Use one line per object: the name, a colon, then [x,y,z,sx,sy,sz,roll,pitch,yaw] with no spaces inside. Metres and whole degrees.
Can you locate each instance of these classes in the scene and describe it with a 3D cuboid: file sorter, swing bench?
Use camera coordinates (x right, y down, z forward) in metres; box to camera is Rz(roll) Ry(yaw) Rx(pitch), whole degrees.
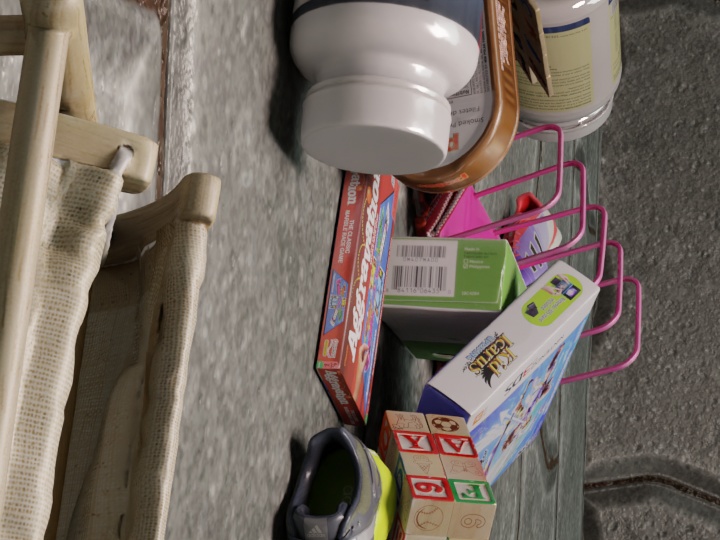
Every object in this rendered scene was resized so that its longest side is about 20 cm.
file sorter: [0.162,-0.010,1.503,0.200,0.125,0.139,59,25,-31]
swing bench: [-0.115,0.052,0.457,0.200,0.129,0.199,58,36,-69]

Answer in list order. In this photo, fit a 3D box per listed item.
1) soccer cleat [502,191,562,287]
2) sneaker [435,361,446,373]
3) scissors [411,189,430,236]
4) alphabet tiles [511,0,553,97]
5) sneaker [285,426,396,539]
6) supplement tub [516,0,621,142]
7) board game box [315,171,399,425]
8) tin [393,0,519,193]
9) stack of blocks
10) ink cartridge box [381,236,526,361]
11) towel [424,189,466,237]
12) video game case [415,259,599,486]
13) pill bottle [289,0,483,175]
soccer cleat: [0.189,-0.026,1.970,0.073,0.068,0.200,63,26,-15]
sneaker: [0.120,0.091,1.620,0.200,0.078,0.082,-65,163,-51]
scissors: [0.052,-0.050,1.438,0.200,0.014,0.073,68,26,-62]
alphabet tiles: [0.101,-0.226,1.269,0.167,0.006,0.200,61,-1,24]
sneaker: [-0.022,0.189,1.046,0.081,0.074,0.200,62,24,-53]
supplement tub: [0.207,-0.251,1.802,0.200,0.145,0.145,77,19,-48]
board game box: [0.000,0.000,1.206,0.103,0.019,0.200,66,29,-60]
tin: [0.049,-0.155,1.172,0.042,0.112,0.200,19,64,-61]
stack of blocks: [0.035,0.213,1.164,0.115,0.058,0.200,-110,-152,-64]
ink cartridge box: [0.079,0.027,1.367,0.200,0.104,0.059,52,42,-70]
towel: [0.095,-0.138,1.445,0.200,0.022,0.145,-79,-166,-51]
video game case: [0.099,0.113,1.308,0.181,0.045,0.200,-39,156,-38]
pill bottle: [0.018,-0.167,1.037,0.120,0.119,0.200,54,40,-70]
